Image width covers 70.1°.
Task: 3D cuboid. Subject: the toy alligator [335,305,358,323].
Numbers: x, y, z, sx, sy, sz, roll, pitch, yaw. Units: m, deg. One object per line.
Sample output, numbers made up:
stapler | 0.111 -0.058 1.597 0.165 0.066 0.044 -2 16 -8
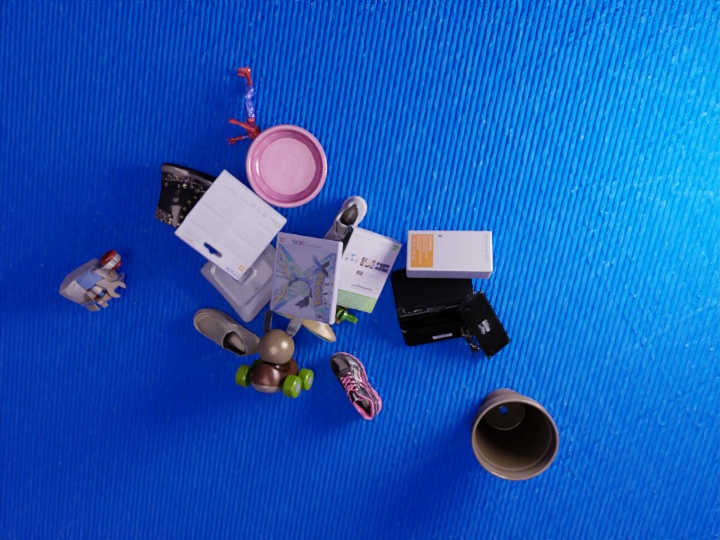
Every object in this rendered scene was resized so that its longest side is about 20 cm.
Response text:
toy alligator | -0.092 0.081 1.331 0.200 0.054 0.059 36 101 0

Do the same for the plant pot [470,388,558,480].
plant pot | 0.365 0.379 1.260 0.199 0.174 0.201 1 98 7

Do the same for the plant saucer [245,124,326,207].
plant saucer | -0.183 -0.259 1.280 0.199 0.051 0.202 0 101 -1

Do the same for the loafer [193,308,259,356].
loafer | -0.361 0.166 1.371 0.199 0.068 0.076 26 101 3

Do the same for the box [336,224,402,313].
box | 0.000 0.000 1.276 0.144 0.036 0.201 16 106 -28

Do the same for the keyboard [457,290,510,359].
keyboard | 0.291 0.138 1.271 0.104 0.040 0.200 -36 120 -2

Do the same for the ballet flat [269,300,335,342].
ballet flat | -0.143 0.117 1.338 0.199 0.069 0.063 28 95 1

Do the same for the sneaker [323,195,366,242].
sneaker | -0.052 -0.093 1.279 0.075 0.092 0.201 24 102 3

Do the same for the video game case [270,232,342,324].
video game case | -0.136 0.017 1.261 0.182 0.022 0.201 10 99 26

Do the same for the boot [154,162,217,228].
boot | -0.434 -0.179 1.324 0.199 0.073 0.151 20 103 0

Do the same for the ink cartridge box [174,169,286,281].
ink cartridge box | -0.321 -0.111 1.276 0.196 0.043 0.200 39 92 -13

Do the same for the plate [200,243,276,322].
plate | -0.302 0.003 1.343 0.200 0.032 0.200 -45 83 10

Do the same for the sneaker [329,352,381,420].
sneaker | -0.015 0.304 1.337 0.079 0.095 0.200 -35 92 13

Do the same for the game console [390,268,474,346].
game console | 0.193 0.083 1.314 0.199 0.117 0.176 -12 127 9

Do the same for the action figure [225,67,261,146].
action figure | -0.300 -0.389 1.274 0.099 0.065 0.201 -12 97 -8

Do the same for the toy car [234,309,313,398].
toy car | -0.211 0.205 1.321 0.163 0.158 0.201 9 93 16

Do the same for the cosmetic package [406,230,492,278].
cosmetic package | 0.212 -0.038 1.241 0.199 0.071 0.102 0 75 7

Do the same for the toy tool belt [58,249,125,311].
toy tool belt | -0.695 0.033 1.383 0.199 0.125 0.123 -27 126 14
